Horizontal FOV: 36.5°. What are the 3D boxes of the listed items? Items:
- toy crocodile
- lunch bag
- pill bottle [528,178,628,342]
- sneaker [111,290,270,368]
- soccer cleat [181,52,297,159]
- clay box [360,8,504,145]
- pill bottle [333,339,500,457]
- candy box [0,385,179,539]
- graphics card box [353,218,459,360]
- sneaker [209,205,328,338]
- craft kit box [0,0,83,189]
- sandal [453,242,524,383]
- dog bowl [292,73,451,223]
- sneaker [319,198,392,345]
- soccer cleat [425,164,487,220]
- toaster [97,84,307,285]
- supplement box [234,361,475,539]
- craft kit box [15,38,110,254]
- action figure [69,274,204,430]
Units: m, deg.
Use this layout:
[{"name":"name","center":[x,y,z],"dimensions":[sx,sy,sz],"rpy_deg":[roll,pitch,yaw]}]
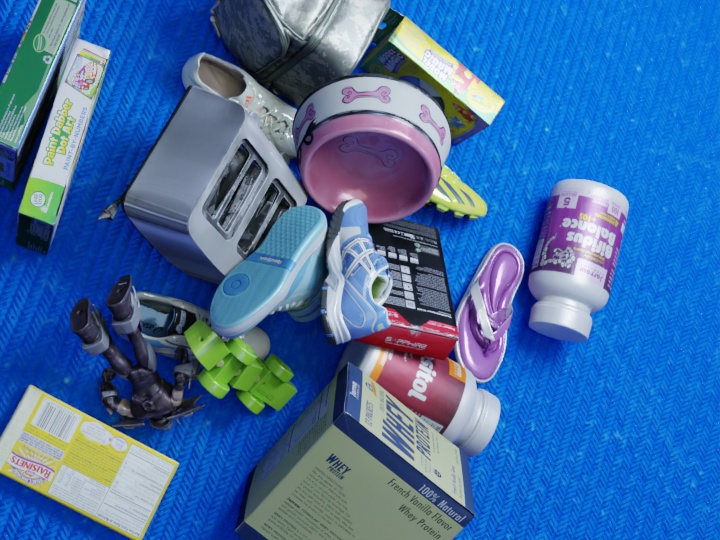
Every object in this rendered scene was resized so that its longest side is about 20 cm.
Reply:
[{"name":"toy crocodile","center":[-0.139,0.117,1.288],"dimensions":[0.068,0.062,0.200],"rpy_deg":[-49,144,4]},{"name":"lunch bag","center":[-0.085,-0.309,1.340],"dimensions":[0.167,0.199,0.141],"rpy_deg":[35,73,-18]},{"name":"pill bottle","center":[0.290,-0.011,1.479],"dimensions":[0.111,0.112,0.203],"rpy_deg":[20,76,-16]},{"name":"sneaker","center":[-0.200,0.075,1.309],"dimensions":[0.197,0.072,0.073],"rpy_deg":[15,75,-19]},{"name":"soccer cleat","center":[-0.135,-0.203,1.368],"dimensions":[0.198,0.077,0.070],"rpy_deg":[30,73,-14]},{"name":"clay box","center":[0.083,-0.254,1.436],"dimensions":[0.199,0.115,0.048],"rpy_deg":[37,73,-11]},{"name":"pill bottle","center":[0.073,0.154,1.376],"dimensions":[0.198,0.113,0.114],"rpy_deg":[28,74,-15]},{"name":"candy box","center":[-0.320,0.225,1.267],"dimensions":[0.198,0.026,0.103],"rpy_deg":[31,77,-13]},{"name":"graphics card box","center":[0.047,0.014,1.363],"dimensions":[0.123,0.051,0.202],"rpy_deg":[12,42,-18]},{"name":"sneaker","center":[-0.091,0.034,1.277],"dimensions":[0.200,0.079,0.132],"rpy_deg":[-50,143,-31]},{"name":"craft kit box","center":[-0.363,-0.208,1.214],"dimensions":[0.048,0.197,0.203],"rpy_deg":[22,75,-12]},{"name":"sandal","center":[0.173,0.048,1.447],"dimensions":[0.081,0.050,0.205],"rpy_deg":[24,64,-15]},{"name":"dog bowl","center":[0.012,-0.138,1.320],"dimensions":[0.197,0.201,0.075],"rpy_deg":[19,51,-16]},{"name":"sneaker","center":[0.000,0.000,1.273],"dimensions":[0.076,0.076,0.202],"rpy_deg":[-6,52,10]},{"name":"soccer cleat","center":[0.088,-0.131,1.443],"dimensions":[0.198,0.065,0.085],"rpy_deg":[25,91,-13]},{"name":"toaster","center":[-0.172,-0.085,1.278],"dimensions":[0.202,0.117,0.181],"rpy_deg":[-61,146,-17]},{"name":"supplement box","center":[-0.005,0.260,1.275],"dimensions":[0.199,0.135,0.200],"rpy_deg":[38,106,-11]},{"name":"craft kit box","center":[-0.335,-0.132,1.219],"dimensions":[0.048,0.200,0.201],"rpy_deg":[20,75,-14]},{"name":"action figure","center":[-0.254,0.111,1.254],"dimensions":[0.128,0.070,0.202],"rpy_deg":[-20,123,2]}]
